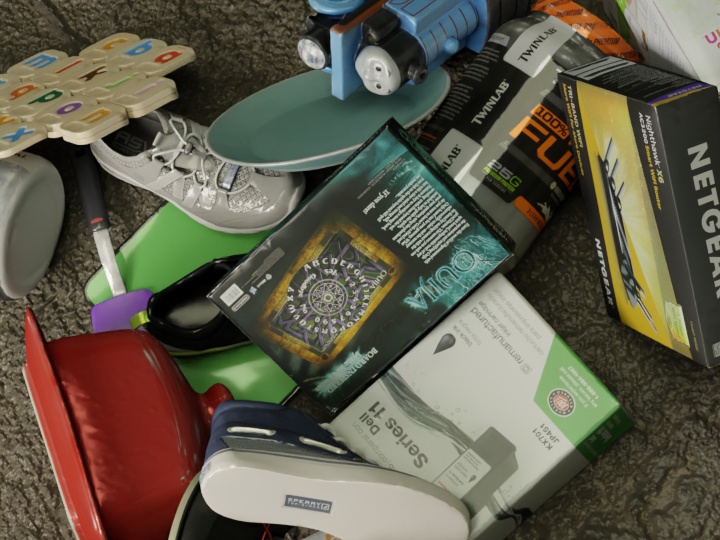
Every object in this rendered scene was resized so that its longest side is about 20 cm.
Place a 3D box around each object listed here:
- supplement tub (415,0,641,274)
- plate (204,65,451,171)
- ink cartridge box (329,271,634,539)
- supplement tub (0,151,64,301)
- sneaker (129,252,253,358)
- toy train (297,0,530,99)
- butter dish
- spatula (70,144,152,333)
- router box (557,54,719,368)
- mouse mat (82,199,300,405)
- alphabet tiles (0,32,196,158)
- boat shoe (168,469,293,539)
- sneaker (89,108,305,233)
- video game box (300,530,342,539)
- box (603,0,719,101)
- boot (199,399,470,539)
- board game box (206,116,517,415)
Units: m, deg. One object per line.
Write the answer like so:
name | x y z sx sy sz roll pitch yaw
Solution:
supplement tub | 0.121 -0.107 1.651 0.122 0.123 0.200 35 87 18
plate | -0.023 -0.117 1.676 0.200 0.200 0.026 -11 115 10
ink cartridge box | 0.083 0.124 1.623 0.200 0.083 0.147 -43 71 1
supplement tub | -0.354 -0.055 1.747 0.199 0.123 0.123 15 80 15
sneaker | -0.081 0.020 1.675 0.199 0.083 0.072 -22 72 -1
toy train | 0.043 -0.206 1.680 0.114 0.087 0.200 31 53 29
butter dish | -0.165 0.126 1.634 0.147 0.200 0.200 -18 70 -7
spatula | -0.208 -0.017 1.751 0.056 0.021 0.201 -17 71 2
router box | 0.217 -0.046 1.551 0.052 0.157 0.201 -20 108 -16
mouse mat | -0.112 0.026 1.733 0.161 0.008 0.200 -45 72 -1
alphabet tiles | -0.238 -0.141 1.725 0.195 0.015 0.200 -32 31 -29
boat shoe | -0.085 0.179 1.595 0.063 0.201 0.074 9 111 20
sneaker | -0.141 -0.085 1.721 0.199 0.082 0.075 16 78 20
video game box | -0.061 0.310 1.596 0.200 0.047 0.183 -27 65 5
box | 0.256 -0.182 1.596 0.097 0.200 0.177 -29 71 0
boot | -0.016 0.145 1.561 0.199 0.073 0.090 15 35 -9
board game box | 0.000 0.000 1.598 0.135 0.028 0.200 45 112 -8
